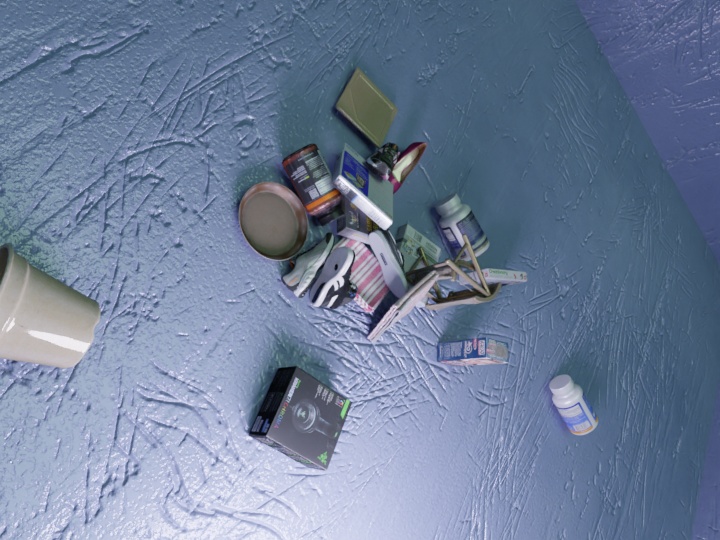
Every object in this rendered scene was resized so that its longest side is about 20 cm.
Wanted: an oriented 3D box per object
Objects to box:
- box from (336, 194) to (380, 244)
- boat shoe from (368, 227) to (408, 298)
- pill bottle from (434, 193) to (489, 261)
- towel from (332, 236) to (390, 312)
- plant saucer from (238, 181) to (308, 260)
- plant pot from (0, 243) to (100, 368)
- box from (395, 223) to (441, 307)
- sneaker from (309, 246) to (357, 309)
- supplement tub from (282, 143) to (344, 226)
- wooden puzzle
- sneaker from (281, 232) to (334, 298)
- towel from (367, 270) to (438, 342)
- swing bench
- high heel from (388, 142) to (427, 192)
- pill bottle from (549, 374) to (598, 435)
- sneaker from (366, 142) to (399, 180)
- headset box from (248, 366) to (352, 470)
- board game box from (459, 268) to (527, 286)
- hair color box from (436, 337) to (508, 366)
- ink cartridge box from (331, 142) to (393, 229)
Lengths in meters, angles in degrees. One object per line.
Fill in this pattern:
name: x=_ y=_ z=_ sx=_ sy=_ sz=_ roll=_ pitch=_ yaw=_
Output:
box: x=0.006 y=-0.181 z=1.571 sx=0.157 sy=0.048 sz=0.203 roll=16 pitch=61 yaw=-36
boat shoe: x=0.091 y=-0.025 z=1.525 sx=0.067 sy=0.071 sz=0.202 roll=-30 pitch=95 yaw=-36
pill bottle: x=0.323 y=-0.142 z=1.792 sx=0.111 sy=0.110 sz=0.201 roll=-43 pitch=107 yaw=-36
towel: x=0.000 y=0.000 z=1.530 sx=0.200 sy=0.030 sz=0.147 roll=47 pitch=54 yaw=-6
plant saucer: x=-0.222 y=-0.122 z=1.405 sx=0.198 sy=0.032 sz=0.204 roll=11 pitch=72 yaw=-36
plant pot: x=-0.579 y=0.085 z=0.985 sx=0.183 sy=0.198 sz=0.203 roll=33 pitch=60 yaw=-41
box: x=0.159 y=-0.013 z=1.677 sx=0.155 sy=0.041 sz=0.203 roll=32 pitch=61 yaw=-29
sneaker: x=-0.042 y=0.018 z=1.421 sx=0.111 sy=0.201 sz=0.074 roll=8 pitch=44 yaw=-35
supplement tub: x=-0.118 y=-0.221 z=1.464 sx=0.107 sy=0.106 sz=0.202 roll=-34 pitch=102 yaw=-38
wooden puzzle: x=0.019 y=-0.489 z=1.685 sx=0.184 sy=0.037 sz=0.202 roll=39 pitch=54 yaw=-25
sneaker: x=-0.129 y=-0.028 z=1.427 sx=0.079 sy=0.074 sz=0.201 roll=33 pitch=60 yaw=1
towel: x=0.117 y=0.101 z=1.519 sx=0.032 sy=0.201 sz=0.190 roll=45 pitch=53 yaw=9
swing bench: x=0.258 y=0.027 z=1.593 sx=0.201 sy=0.198 sz=0.130 roll=52 pitch=54 yaw=-17
high heel: x=0.137 y=-0.312 z=1.694 sx=0.067 sy=0.095 sz=0.201 roll=47 pitch=55 yaw=-20
pill bottle: x=0.757 y=0.476 z=1.992 sx=0.112 sy=0.111 sz=0.202 roll=-42 pitch=105 yaw=-37
sneaker: x=0.072 y=-0.326 z=1.592 sx=0.080 sy=0.086 sz=0.201 roll=38 pitch=19 yaw=-14
headset box: x=-0.134 y=0.354 z=1.323 sx=0.199 sy=0.092 sz=0.176 roll=39 pitch=59 yaw=-26
board game box: x=0.437 y=0.026 z=1.834 sx=0.198 sy=0.125 sz=0.035 roll=4 pitch=77 yaw=-38
hair color box: x=0.329 y=0.243 z=1.648 sx=0.099 sy=0.199 sz=0.062 roll=16 pitch=70 yaw=-34
ink cartridge box: x=0.011 y=-0.233 z=1.521 sx=0.197 sy=0.043 sz=0.201 roll=38 pitch=32 yaw=-22
